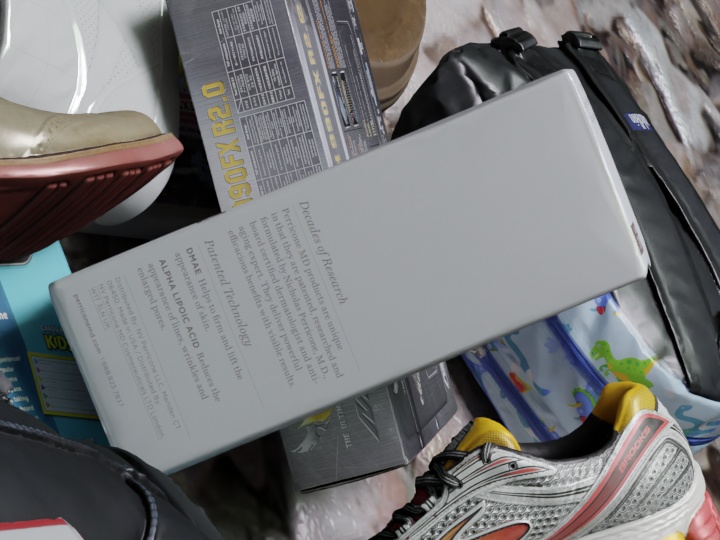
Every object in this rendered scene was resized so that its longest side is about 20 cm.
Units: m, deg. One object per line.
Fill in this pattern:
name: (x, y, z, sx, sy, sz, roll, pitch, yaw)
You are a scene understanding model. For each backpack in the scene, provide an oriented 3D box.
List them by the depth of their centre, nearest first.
backpack: (0.107, 0.002, 1.344, 0.200, 0.154, 0.163, 45, 24, 18)

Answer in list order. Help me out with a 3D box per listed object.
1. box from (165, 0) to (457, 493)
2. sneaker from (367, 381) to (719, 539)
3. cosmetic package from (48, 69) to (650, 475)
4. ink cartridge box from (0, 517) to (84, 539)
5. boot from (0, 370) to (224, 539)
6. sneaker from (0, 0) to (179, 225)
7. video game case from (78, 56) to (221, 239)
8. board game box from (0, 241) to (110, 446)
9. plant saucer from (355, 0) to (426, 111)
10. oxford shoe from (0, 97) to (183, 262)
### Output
box: (-0.016, -0.021, 1.158, 0.158, 0.048, 0.201, -30, 106, -79)
sneaker: (0.037, 0.101, 1.109, 0.078, 0.199, 0.083, -160, -129, -76)
cosmetic package: (0.000, 0.000, 1.024, 0.113, 0.199, 0.081, -48, 114, -85)
ink cartridge box: (-0.145, 0.168, 0.731, 0.084, 0.200, 0.144, 45, 23, 26)
boot: (-0.086, 0.096, 0.867, 0.198, 0.073, 0.162, 42, 6, 37)
sneaker: (-0.126, -0.127, 1.109, 0.115, 0.073, 0.201, 32, 41, -44)
video game case: (-0.127, -0.099, 1.180, 0.200, 0.023, 0.183, 6, 59, -55)
board game box: (-0.141, 0.067, 0.991, 0.151, 0.047, 0.201, -2, 65, -57)
plant saucer: (-0.033, -0.167, 1.373, 0.200, 0.029, 0.201, 35, 38, -34)
oxford shoe: (-0.134, -0.046, 0.984, 0.200, 0.070, 0.075, -10, 68, -60)
